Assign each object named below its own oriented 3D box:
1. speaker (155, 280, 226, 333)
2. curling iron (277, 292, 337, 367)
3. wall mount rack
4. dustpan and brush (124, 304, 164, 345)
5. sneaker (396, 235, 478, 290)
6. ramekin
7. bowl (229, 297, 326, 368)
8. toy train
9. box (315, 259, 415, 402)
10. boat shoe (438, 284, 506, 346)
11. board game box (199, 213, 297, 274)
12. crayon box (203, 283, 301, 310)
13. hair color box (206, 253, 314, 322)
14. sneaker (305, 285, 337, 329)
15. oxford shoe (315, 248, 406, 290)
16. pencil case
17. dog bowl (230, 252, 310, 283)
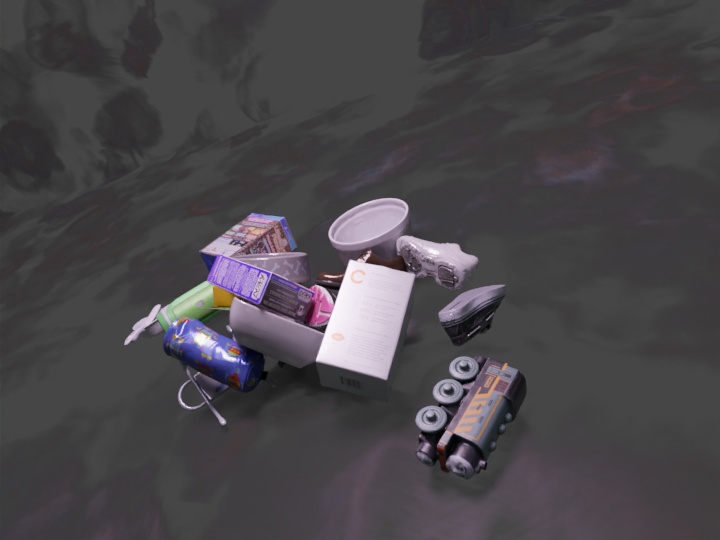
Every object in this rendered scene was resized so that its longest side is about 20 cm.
[{"bbox_3d":[-0.386,0.086,1.436,0.198,0.090,0.088,-34,31,-20],"label":"speaker"},{"bbox_3d":[-0.103,0.122,1.230,0.025,0.050,0.201,6,45,42],"label":"curling iron"},{"bbox_3d":[-0.257,0.210,1.161,0.199,0.075,0.174,-35,65,-21],"label":"wall mount rack"},{"bbox_3d":[-0.516,0.134,1.458,0.137,0.058,0.201,-21,28,19],"label":"dustpan and brush"},{"bbox_3d":[0.163,-0.026,1.260,0.098,0.079,0.198,-29,43,-35],"label":"sneaker"},{"bbox_3d":[0.033,-0.072,1.391,0.196,0.107,0.201,-17,29,10],"label":"ramekin"},{"bbox_3d":[-0.152,0.118,1.105,0.200,0.196,0.076,161,132,-84],"label":"bowl"},{"bbox_3d":[0.160,0.207,0.863,0.112,0.087,0.200,14,44,33],"label":"toy train"},{"bbox_3d":[0.014,0.101,1.020,0.122,0.098,0.203,12,59,11],"label":"box"},{"bbox_3d":[0.202,0.078,1.060,0.071,0.072,0.198,-12,7,44],"label":"boat shoe"},{"bbox_3d":[-0.301,-0.056,1.604,0.158,0.098,0.200,11,42,45],"label":"board game box"},{"bbox_3d":[-0.238,0.052,1.334,0.125,0.052,0.198,0,6,34],"label":"crayon box"},{"bbox_3d":[-0.188,0.030,1.108,0.198,0.108,0.066,18,83,47],"label":"hair color box"},{"bbox_3d":[-0.066,0.075,1.145,0.086,0.075,0.199,15,-8,-20],"label":"sneaker"},{"bbox_3d":[0.000,0.000,1.259,0.195,0.087,0.073,-6,0,-9],"label":"oxford shoe"},{"bbox_3d":[-0.268,0.154,1.112,0.196,0.079,0.088,22,54,15],"label":"pencil case"},{"bbox_3d":[-0.202,-0.005,1.318,0.195,0.060,0.200,-4,5,0],"label":"dog bowl"}]
